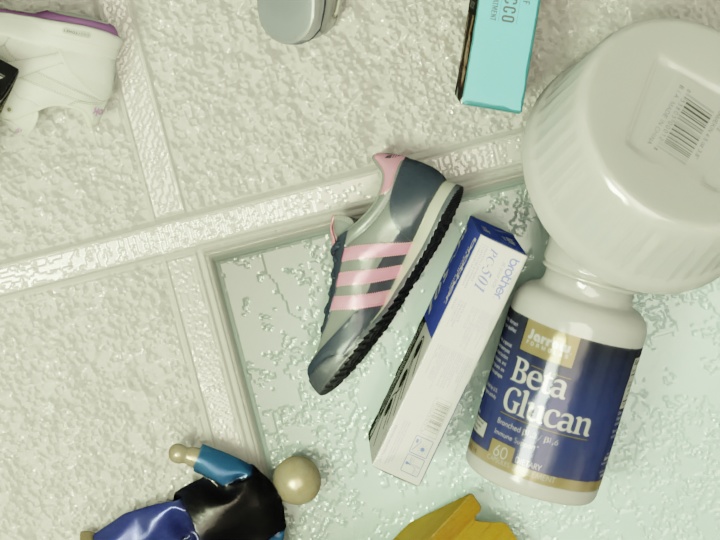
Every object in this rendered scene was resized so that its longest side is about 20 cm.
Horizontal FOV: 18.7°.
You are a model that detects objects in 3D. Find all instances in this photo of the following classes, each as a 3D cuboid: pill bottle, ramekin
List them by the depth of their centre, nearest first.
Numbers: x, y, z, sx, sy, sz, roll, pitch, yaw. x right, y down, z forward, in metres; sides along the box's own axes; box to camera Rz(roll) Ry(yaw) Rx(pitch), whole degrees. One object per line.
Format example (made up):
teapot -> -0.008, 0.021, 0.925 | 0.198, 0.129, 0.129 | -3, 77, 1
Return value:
ramekin -> 0.231, -0.093, 1.650 | 0.199, 0.098, 0.202 | 6, 67, -14
pill bottle -> 0.161, 0.073, 1.716 | 0.110, 0.111, 0.201 | 15, 99, -5

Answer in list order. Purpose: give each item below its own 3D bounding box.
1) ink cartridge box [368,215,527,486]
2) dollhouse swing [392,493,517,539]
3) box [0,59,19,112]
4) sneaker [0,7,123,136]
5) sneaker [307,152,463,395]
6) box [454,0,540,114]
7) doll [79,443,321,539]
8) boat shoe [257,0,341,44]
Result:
ink cartridge box -> 0.067, 0.062, 1.719 | 0.044, 0.094, 0.201 | 24, 99, -6
dollhouse swing -> 0.050, 0.324, 1.796 | 0.182, 0.175, 0.201 | -42, 102, -37
box -> -0.376, -0.135, 1.653 | 0.199, 0.049, 0.161 | 29, 132, -7
sneaker -> -0.286, -0.156, 1.675 | 0.198, 0.075, 0.100 | 8, 99, -4
sneaker -> 0.000, 0.000, 1.728 | 0.082, 0.070, 0.201 | 33, 95, 9
box -> 0.113, -0.226, 1.676 | 0.049, 0.082, 0.202 | 9, 99, -2
doll -> -0.125, 0.201, 1.759 | 0.199, 0.048, 0.137 | -23, 101, 2
boat shoe -> -0.040, -0.276, 1.670 | 0.073, 0.065, 0.201 | 17, 109, 26
